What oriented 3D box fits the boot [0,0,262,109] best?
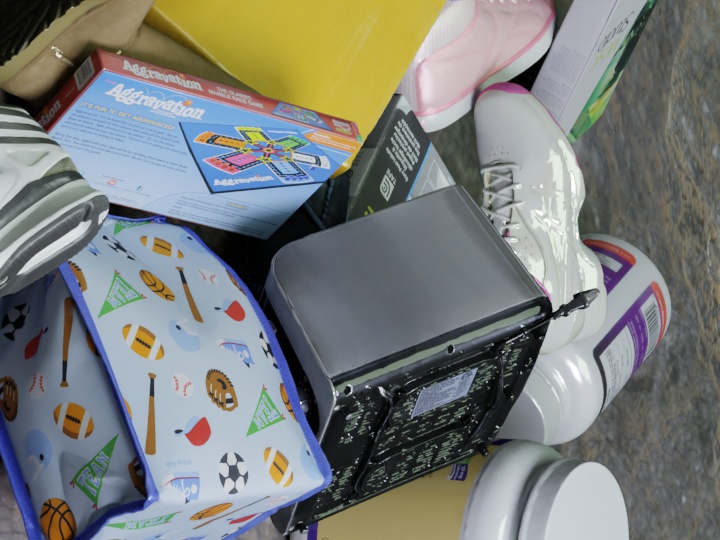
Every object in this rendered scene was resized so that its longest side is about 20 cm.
[{"bbox_3d":[-0.115,-0.132,1.483,0.200,0.175,0.066,33,30,-50],"label":"boot"}]

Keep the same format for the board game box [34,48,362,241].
[{"bbox_3d":[-0.104,-0.072,1.498,0.200,0.103,0.019,14,46,-41],"label":"board game box"}]

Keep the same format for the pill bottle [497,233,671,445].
[{"bbox_3d":[0.150,0.063,1.920,0.200,0.111,0.112,-43,126,-47],"label":"pill bottle"}]

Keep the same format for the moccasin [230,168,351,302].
[{"bbox_3d":[-0.047,-0.068,1.656,0.068,0.080,0.201,61,29,-50],"label":"moccasin"}]

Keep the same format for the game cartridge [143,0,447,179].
[{"bbox_3d":[-0.040,-0.179,1.630,0.176,0.032,0.200,42,54,-17],"label":"game cartridge"}]

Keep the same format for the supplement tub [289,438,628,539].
[{"bbox_3d":[0.068,0.185,1.719,0.145,0.199,0.146,-3,94,-57],"label":"supplement tub"}]

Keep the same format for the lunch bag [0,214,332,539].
[{"bbox_3d":[-0.135,0.060,1.470,0.170,0.124,0.201,1,64,-55],"label":"lunch bag"}]

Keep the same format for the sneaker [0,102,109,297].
[{"bbox_3d":[-0.247,-0.022,1.362,0.200,0.115,0.076,-33,164,-24],"label":"sneaker"}]

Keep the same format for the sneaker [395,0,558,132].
[{"bbox_3d":[0.079,-0.190,1.832,0.200,0.075,0.105,-43,131,-42],"label":"sneaker"}]

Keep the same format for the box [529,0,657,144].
[{"bbox_3d":[0.182,-0.176,1.929,0.144,0.036,0.200,-43,163,-50],"label":"box"}]

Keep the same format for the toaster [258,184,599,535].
[{"bbox_3d":[0.020,0.055,1.595,0.199,0.119,0.181,-21,153,-26],"label":"toaster"}]

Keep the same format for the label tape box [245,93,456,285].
[{"bbox_3d":[0.000,0.000,1.731,0.144,0.063,0.200,56,46,-42],"label":"label tape box"}]

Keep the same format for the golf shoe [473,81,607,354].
[{"bbox_3d":[0.117,-0.033,1.795,0.091,0.075,0.201,-28,103,-45],"label":"golf shoe"}]
